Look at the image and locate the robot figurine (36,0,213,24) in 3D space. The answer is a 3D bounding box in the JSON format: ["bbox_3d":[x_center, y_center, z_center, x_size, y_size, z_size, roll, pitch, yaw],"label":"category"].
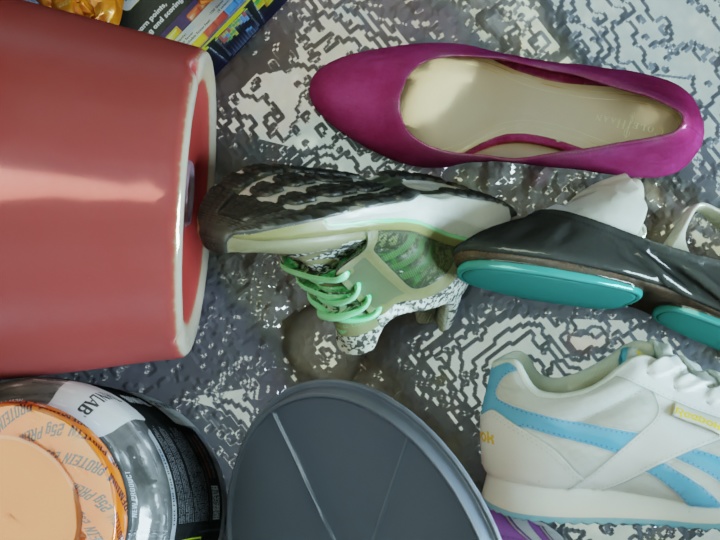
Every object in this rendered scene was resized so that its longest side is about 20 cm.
[{"bbox_3d":[-0.134,-0.215,0.966,0.145,0.058,0.200,-23,82,4],"label":"robot figurine"}]

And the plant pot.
[{"bbox_3d":[-0.161,-0.037,0.892,0.177,0.200,0.201,4,85,2],"label":"plant pot"}]

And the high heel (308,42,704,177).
[{"bbox_3d":[0.068,-0.080,0.966,0.200,0.096,0.067,15,86,8],"label":"high heel"}]

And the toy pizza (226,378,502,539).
[{"bbox_3d":[0.008,0.147,0.932,0.200,0.032,0.201,17,114,43],"label":"toy pizza"}]

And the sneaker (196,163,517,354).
[{"bbox_3d":[0.000,0.000,0.931,0.077,0.200,0.089,18,102,40],"label":"sneaker"}]

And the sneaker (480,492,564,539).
[{"bbox_3d":[0.079,0.156,0.933,0.200,0.114,0.073,23,89,10],"label":"sneaker"}]

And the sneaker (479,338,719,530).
[{"bbox_3d":[0.157,0.077,0.945,0.200,0.077,0.081,-1,99,6],"label":"sneaker"}]

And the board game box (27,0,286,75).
[{"bbox_3d":[-0.166,-0.130,1.019,0.200,0.057,0.165,-45,79,1],"label":"board game box"}]

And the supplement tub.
[{"bbox_3d":[-0.137,0.113,0.917,0.122,0.200,0.123,-1,84,6],"label":"supplement tub"}]

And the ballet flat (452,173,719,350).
[{"bbox_3d":[0.141,-0.004,0.955,0.200,0.068,0.069,16,74,-15],"label":"ballet flat"}]
